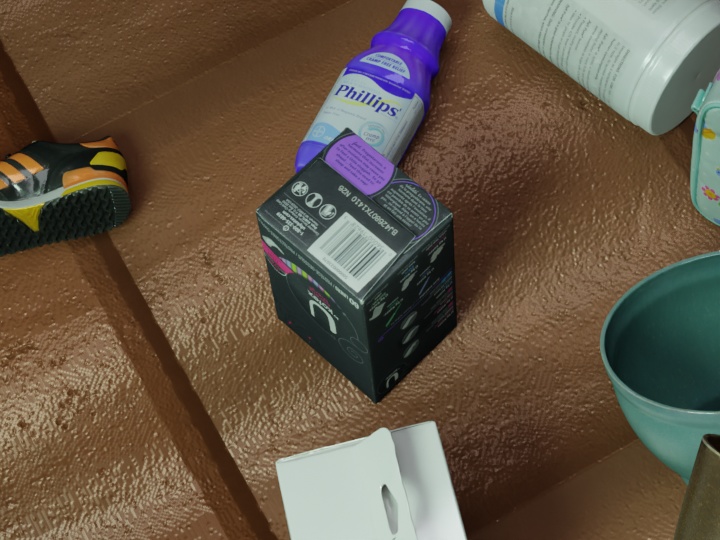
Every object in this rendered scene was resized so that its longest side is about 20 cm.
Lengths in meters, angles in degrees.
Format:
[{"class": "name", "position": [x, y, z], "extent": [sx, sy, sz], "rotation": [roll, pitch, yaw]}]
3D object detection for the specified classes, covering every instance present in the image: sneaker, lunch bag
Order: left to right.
[{"class": "sneaker", "position": [-0.300, -0.070, 1.719], "extent": [0.199, 0.070, 0.090], "rotation": [-8, 48, 0]}, {"class": "lunch bag", "position": [0.346, -0.093, 1.602], "extent": [0.160, 0.200, 0.077], "rotation": [26, 66, 18]}]

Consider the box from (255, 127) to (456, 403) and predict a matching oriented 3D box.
[{"class": "box", "position": [0.000, 0.000, 1.580], "extent": [0.122, 0.200, 0.106], "rotation": [40, 73, 21]}]

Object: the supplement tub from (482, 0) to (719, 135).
[{"class": "supplement tub", "position": [0.217, -0.225, 1.716], "extent": [0.200, 0.132, 0.132], "rotation": [41, 73, 20]}]

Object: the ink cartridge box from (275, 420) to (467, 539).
[{"class": "ink cartridge box", "position": [0.013, 0.209, 1.475], "extent": [0.125, 0.200, 0.129], "rotation": [-14, 63, -3]}]

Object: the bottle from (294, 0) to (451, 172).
[{"class": "bottle", "position": [0.018, -0.150, 1.729], "extent": [0.083, 0.065, 0.201], "rotation": [23, 67, 16]}]

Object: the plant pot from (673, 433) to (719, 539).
[{"class": "plant pot", "position": [0.283, 0.244, 1.363], "extent": [0.186, 0.187, 0.201], "rotation": [25, 97, 15]}]

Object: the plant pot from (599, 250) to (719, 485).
[{"class": "plant pot", "position": [0.295, 0.096, 1.529], "extent": [0.199, 0.135, 0.201], "rotation": [-11, 33, 7]}]
